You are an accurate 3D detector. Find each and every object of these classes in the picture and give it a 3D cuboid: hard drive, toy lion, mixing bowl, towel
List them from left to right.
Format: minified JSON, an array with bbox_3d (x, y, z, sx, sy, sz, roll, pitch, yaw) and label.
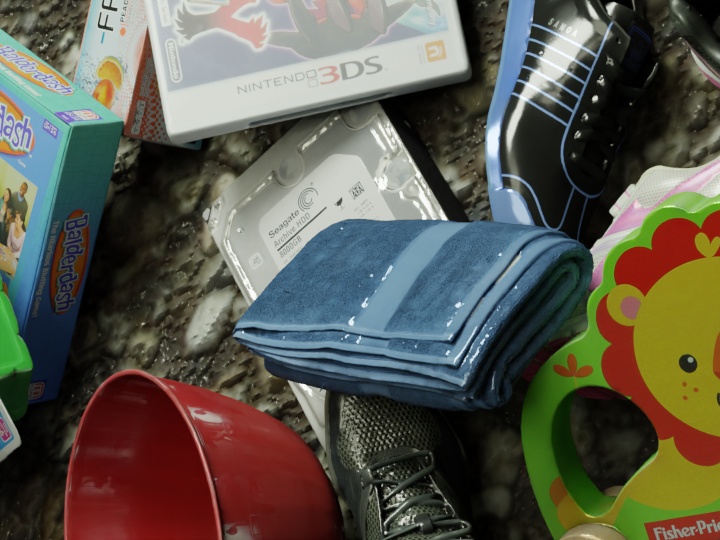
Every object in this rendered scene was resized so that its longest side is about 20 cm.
[{"bbox_3d":[-0.077,0.152,1.219,0.200,0.108,0.202,7,98,59],"label":"mixing bowl"},{"bbox_3d":[0.000,0.000,1.273,0.140,0.038,0.201,-40,57,19],"label":"hard drive"},{"bbox_3d":[0.025,0.016,1.148,0.199,0.049,0.112,4,48,53],"label":"towel"},{"bbox_3d":[0.165,0.060,1.068,0.199,0.069,0.193,-15,100,32],"label":"toy lion"}]

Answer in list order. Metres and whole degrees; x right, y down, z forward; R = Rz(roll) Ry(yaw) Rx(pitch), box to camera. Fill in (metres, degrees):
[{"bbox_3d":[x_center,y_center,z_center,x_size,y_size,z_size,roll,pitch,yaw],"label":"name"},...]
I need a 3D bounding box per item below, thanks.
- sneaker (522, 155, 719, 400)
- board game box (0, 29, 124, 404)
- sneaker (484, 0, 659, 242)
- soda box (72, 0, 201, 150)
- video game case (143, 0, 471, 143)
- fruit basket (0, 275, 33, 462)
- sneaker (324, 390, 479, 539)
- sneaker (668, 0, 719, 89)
[{"bbox_3d":[0.160,-0.002,1.141,0.199,0.081,0.089,-31,46,28],"label":"sneaker"},{"bbox_3d":[-0.231,-0.038,1.398,0.152,0.045,0.201,37,121,36],"label":"board game box"},{"bbox_3d":[0.120,-0.094,1.187,0.078,0.070,0.201,-12,63,37],"label":"sneaker"},{"bbox_3d":[-0.121,-0.181,1.370,0.063,0.068,0.201,18,96,44],"label":"soda box"},{"bbox_3d":[-0.042,-0.190,1.286,0.181,0.023,0.201,-12,78,4],"label":"video game case"},{"bbox_3d":[-0.286,0.056,1.374,0.200,0.093,0.186,-34,74,48],"label":"fruit basket"},{"bbox_3d":[0.033,0.133,1.146,0.076,0.114,0.201,-11,75,-9],"label":"sneaker"},{"bbox_3d":[0.236,-0.100,1.104,0.199,0.086,0.081,21,91,36],"label":"sneaker"}]
